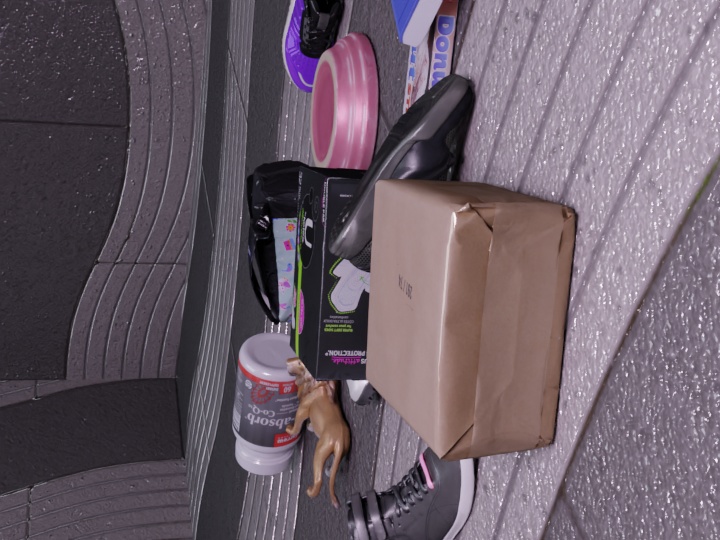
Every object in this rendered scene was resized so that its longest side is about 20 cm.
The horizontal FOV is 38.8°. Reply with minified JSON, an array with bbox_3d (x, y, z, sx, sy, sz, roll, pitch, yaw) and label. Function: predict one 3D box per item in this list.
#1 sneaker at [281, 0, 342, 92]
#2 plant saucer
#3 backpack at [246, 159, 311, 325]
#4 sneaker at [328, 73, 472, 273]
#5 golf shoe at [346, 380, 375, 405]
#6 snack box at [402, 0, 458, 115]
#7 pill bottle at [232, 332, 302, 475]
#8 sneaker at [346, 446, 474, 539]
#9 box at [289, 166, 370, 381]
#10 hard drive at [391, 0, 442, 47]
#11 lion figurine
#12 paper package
[{"bbox_3d":[-0.063,-0.344,1.421,0.100,0.068,0.204,-129,42,-63],"label":"sneaker"},{"bbox_3d":[-0.026,-0.203,1.314,0.200,0.050,0.205,-178,90,-74],"label":"plant saucer"},{"bbox_3d":[-0.084,-0.028,1.347,0.168,0.124,0.204,-100,5,-66],"label":"backpack"},{"bbox_3d":[0.064,-0.078,0.959,0.202,0.113,0.076,-59,16,6],"label":"sneaker"},{"bbox_3d":[-0.024,0.060,1.216,0.078,0.092,0.205,140,128,-68],"label":"golf shoe"},{"bbox_3d":[0.068,-0.205,1.014,0.072,0.024,0.204,-132,45,-68],"label":"snack box"},{"bbox_3d":[-0.140,0.209,1.592,0.116,0.113,0.204,-114,28,-56],"label":"pill bottle"},{"bbox_3d":[0.041,0.217,0.957,0.071,0.097,0.202,-104,22,-47],"label":"sneaker"},{"bbox_3d":[0.000,0.000,1.075,0.148,0.122,0.205,-148,61,-72],"label":"box"},{"bbox_3d":[0.060,-0.327,0.979,0.202,0.025,0.133,-98,27,-44],"label":"hard drive"},{"bbox_3d":[-0.048,0.203,1.367,0.201,0.071,0.124,57,132,40],"label":"lion figurine"},{"bbox_3d":[0.079,0.028,0.822,0.200,0.101,0.195,-145,57,-71],"label":"paper package"}]
